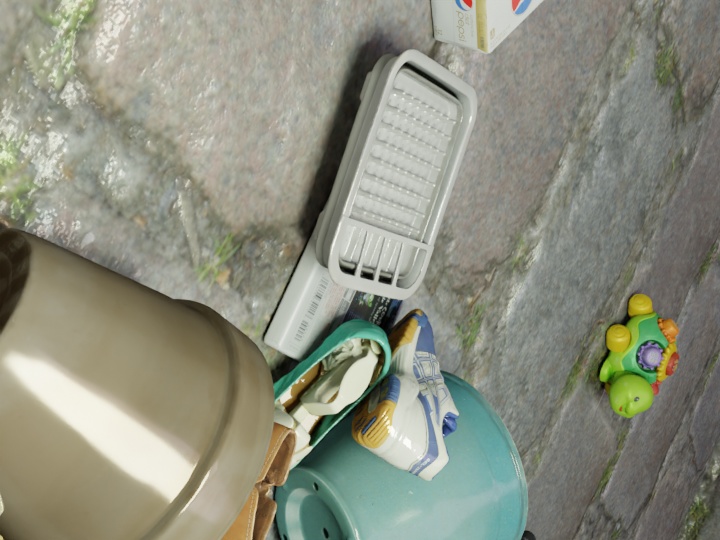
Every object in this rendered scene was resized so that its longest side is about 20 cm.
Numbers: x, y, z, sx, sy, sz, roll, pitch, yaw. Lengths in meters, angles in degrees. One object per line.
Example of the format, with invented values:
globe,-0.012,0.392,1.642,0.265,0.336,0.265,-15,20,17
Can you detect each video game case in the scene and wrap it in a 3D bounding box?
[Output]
video game case,0.000,0.000,1.061,0.181,0.023,0.203,35,77,-59

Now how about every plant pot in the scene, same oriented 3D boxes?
plant pot,0.026,0.222,1.095,0.186,0.199,0.203,-19,126,-36
plant pot,-0.179,0.073,0.680,0.174,0.198,0.202,46,69,-39

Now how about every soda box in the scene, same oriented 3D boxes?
soda box,0.144,-0.287,1.070,0.200,0.063,0.069,-46,143,-33

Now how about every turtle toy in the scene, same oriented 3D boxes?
turtle toy,0.438,0.146,1.790,0.200,0.100,0.147,-47,144,-32

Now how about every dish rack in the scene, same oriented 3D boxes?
dish rack,0.027,-0.082,0.989,0.171,0.043,0.203,14,96,-59

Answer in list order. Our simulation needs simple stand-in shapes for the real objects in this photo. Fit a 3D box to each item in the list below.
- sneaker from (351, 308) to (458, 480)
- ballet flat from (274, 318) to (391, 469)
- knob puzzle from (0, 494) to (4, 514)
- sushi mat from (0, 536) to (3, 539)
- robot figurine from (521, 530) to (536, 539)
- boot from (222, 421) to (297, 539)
sneaker,0.047,0.115,1.040,0.075,0.088,0.201,-46,-167,30
ballet flat,-0.048,0.119,0.977,0.200,0.070,0.068,-46,105,-14
knob puzzle,-0.288,0.072,0.532,0.216,0.030,0.224,-5,104,-21
sushi mat,-0.271,0.212,0.762,0.200,0.012,0.097,-43,141,-37
robot figurine,0.142,0.384,1.435,0.199,0.123,0.153,-4,110,-58
boot,-0.138,0.174,0.788,0.074,0.152,0.203,37,70,-69
